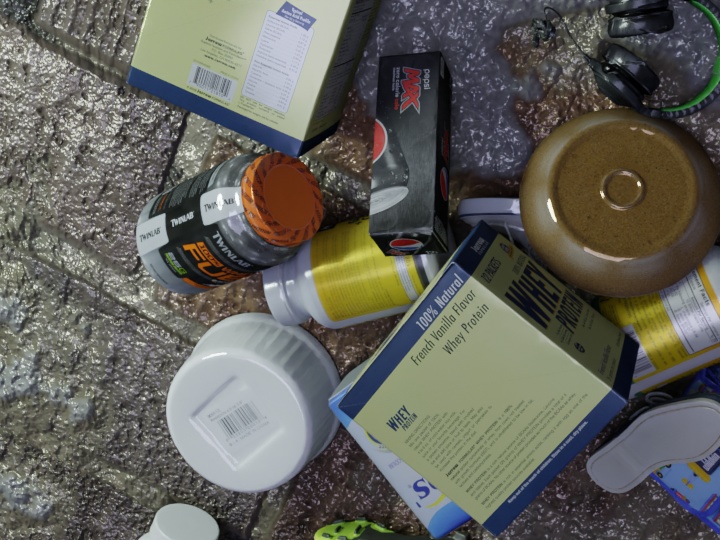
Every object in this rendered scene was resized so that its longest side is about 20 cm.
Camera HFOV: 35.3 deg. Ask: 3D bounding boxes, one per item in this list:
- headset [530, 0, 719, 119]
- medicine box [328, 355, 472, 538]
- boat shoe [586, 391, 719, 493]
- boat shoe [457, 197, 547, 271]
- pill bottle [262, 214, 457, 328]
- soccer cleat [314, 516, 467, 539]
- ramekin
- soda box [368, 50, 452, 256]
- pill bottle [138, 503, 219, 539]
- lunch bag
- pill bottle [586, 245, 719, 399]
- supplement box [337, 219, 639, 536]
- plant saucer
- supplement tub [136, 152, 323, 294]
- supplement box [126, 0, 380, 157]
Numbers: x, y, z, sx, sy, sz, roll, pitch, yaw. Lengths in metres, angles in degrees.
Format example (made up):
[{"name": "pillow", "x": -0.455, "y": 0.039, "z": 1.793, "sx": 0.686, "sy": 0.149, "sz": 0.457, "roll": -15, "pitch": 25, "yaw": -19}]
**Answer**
[{"name": "headset", "x": 0.262, "y": -0.215, "z": 1.086, "sx": 0.199, "sy": 0.094, "sz": 0.124, "roll": 12, "pitch": 102, "yaw": 0}, {"name": "medicine box", "x": 0.101, "y": 0.157, "z": 1.248, "sx": 0.182, "sy": 0.103, "sz": 0.200, "roll": -38, "pitch": 93, "yaw": 23}, {"name": "boat shoe", "x": 0.308, "y": 0.167, "z": 1.151, "sx": 0.075, "sy": 0.062, "sz": 0.200, "roll": 41, "pitch": 141, "yaw": 5}, {"name": "boat shoe", "x": 0.199, "y": -0.029, "z": 1.176, "sx": 0.201, "sy": 0.075, "sz": 0.087, "roll": 6, "pitch": 91, "yaw": 7}, {"name": "pill bottle", "x": 0.000, "y": 0.000, "z": 1.223, "sx": 0.199, "sy": 0.112, "sz": 0.113, "roll": -14, "pitch": 102, "yaw": 19}, {"name": "soccer cleat", "x": 0.040, "y": 0.346, "z": 1.344, "sx": 0.199, "sy": 0.065, "sz": 0.084, "roll": 5, "pitch": 110, "yaw": 14}, {"name": "ramekin", "x": -0.127, "y": 0.159, "z": 1.316, "sx": 0.199, "sy": 0.098, "sz": 0.201, "roll": 5, "pitch": 108, "yaw": 14}, {"name": "soda box", "x": 0.052, "y": -0.118, "z": 1.143, "sx": 0.070, "sy": 0.063, "sz": 0.201, "roll": -3, "pitch": 69, "yaw": 16}, {"name": "pill bottle", "x": -0.243, "y": 0.397, "z": 1.415, "sx": 0.111, "sy": 0.111, "sz": 0.201, "roll": 24, "pitch": 112, "yaw": 8}, {"name": "lunch bag", "x": 0.396, "y": 0.194, "z": 1.179, "sx": 0.200, "sy": 0.094, "sz": 0.151, "roll": 34, "pitch": 132, "yaw": 16}, {"name": "pill bottle", "x": 0.334, "y": 0.043, "z": 1.140, "sx": 0.199, "sy": 0.113, "sz": 0.113, "roll": -28, "pitch": 97, "yaw": 22}, {"name": "supplement box", "x": 0.124, "y": 0.101, "z": 1.090, "sx": 0.200, "sy": 0.134, "sz": 0.200, "roll": 38, "pitch": 116, "yaw": 2}, {"name": "plant saucer", "x": 0.256, "y": -0.075, "z": 1.111, "sx": 0.199, "sy": 0.035, "sz": 0.201, "roll": -2, "pitch": 73, "yaw": 8}, {"name": "supplement tub", "x": -0.139, "y": -0.052, "z": 1.209, "sx": 0.200, "sy": 0.122, "sz": 0.123, "roll": -19, "pitch": 102, "yaw": 45}, {"name": "supplement box", "x": -0.100, "y": -0.256, "z": 1.152, "sx": 0.199, "sy": 0.134, "sz": 0.200, "roll": 24, "pitch": 112, "yaw": 6}]
